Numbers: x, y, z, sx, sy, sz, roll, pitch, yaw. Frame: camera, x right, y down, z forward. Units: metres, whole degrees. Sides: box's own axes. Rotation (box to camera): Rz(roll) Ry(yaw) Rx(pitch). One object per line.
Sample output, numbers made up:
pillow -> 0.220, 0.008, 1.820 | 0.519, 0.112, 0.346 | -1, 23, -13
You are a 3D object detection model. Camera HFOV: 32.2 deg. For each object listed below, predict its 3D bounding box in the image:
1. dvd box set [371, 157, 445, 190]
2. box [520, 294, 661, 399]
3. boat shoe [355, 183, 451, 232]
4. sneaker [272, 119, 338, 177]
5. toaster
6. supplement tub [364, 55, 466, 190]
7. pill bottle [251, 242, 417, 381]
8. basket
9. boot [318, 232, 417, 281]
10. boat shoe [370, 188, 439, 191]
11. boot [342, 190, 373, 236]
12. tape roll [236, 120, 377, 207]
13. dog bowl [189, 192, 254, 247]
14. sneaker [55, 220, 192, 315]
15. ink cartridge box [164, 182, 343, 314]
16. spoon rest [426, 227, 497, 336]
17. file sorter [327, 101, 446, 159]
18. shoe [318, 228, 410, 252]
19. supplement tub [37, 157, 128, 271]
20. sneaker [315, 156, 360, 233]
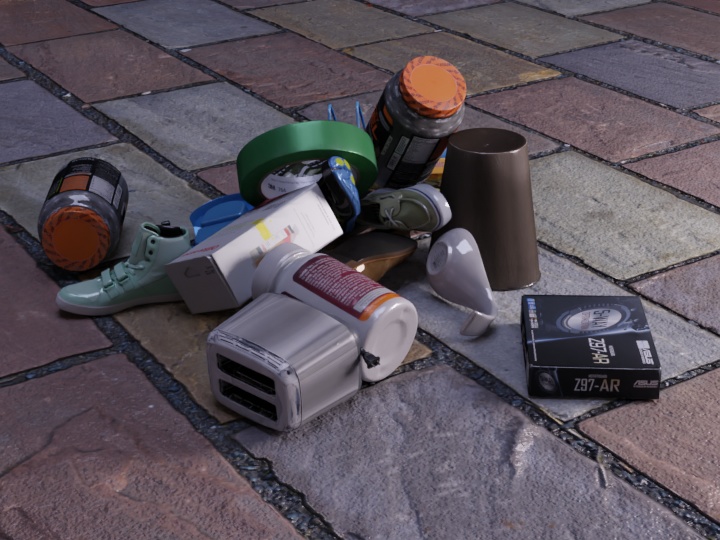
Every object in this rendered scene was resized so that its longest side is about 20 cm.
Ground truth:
dvd box set -> 0.063, -0.141, 2.002 | 0.199, 0.030, 0.146 | -2, -17, -7
box -> 0.287, 0.094, 1.586 | 0.160, 0.044, 0.200 | 1, 25, 4
boat shoe -> 0.057, -0.083, 1.815 | 0.062, 0.072, 0.200 | -29, 16, -26
sneaker -> -0.093, -0.156, 1.947 | 0.077, 0.089, 0.200 | 41, 68, 4
toaster -> -0.090, 0.112, 1.480 | 0.200, 0.114, 0.129 | 22, 37, 35
supplement tub -> 0.078, -0.216, 1.838 | 0.122, 0.200, 0.123 | 8, 58, -14
pill bottle -> -0.036, 0.048, 1.578 | 0.200, 0.115, 0.114 | 30, 38, 32
basket -> 0.179, -0.094, 1.804 | 0.180, 0.201, 0.136 | 16, 30, 33
boot -> 0.000, 0.000, 1.750 | 0.200, 0.076, 0.073 | -22, 32, -39
boat shoe -> 0.046, -0.094, 1.980 | 0.200, 0.063, 0.073 | -1, -18, -10
boot -> -0.061, -0.082, 1.920 | 0.199, 0.074, 0.075 | -18, 17, -9
tape roll -> -0.076, -0.145, 1.785 | 0.200, 0.201, 0.048 | -5, 67, -9
dog bowl -> -0.206, -0.056, 1.882 | 0.111, 0.050, 0.200 | -13, 23, 9
sneaker -> -0.327, -0.010, 1.731 | 0.200, 0.119, 0.074 | -11, 28, -17
ink cartridge box -> -0.146, -0.027, 1.704 | 0.200, 0.084, 0.145 | -36, 14, -32
spoon rest -> 0.141, 0.020, 1.714 | 0.060, 0.099, 0.200 | 20, 30, -27
file sorter -> 0.049, -0.207, 2.045 | 0.199, 0.123, 0.139 | -6, -17, 5
shoe -> -0.011, -0.024, 1.832 | 0.199, 0.054, 0.070 | -14, 20, -23
supplement tub -> -0.418, -0.084, 1.884 | 0.122, 0.123, 0.200 | -2, 26, -3
sneaker -> -0.047, -0.095, 1.760 | 0.082, 0.071, 0.200 | -12, -18, -10
